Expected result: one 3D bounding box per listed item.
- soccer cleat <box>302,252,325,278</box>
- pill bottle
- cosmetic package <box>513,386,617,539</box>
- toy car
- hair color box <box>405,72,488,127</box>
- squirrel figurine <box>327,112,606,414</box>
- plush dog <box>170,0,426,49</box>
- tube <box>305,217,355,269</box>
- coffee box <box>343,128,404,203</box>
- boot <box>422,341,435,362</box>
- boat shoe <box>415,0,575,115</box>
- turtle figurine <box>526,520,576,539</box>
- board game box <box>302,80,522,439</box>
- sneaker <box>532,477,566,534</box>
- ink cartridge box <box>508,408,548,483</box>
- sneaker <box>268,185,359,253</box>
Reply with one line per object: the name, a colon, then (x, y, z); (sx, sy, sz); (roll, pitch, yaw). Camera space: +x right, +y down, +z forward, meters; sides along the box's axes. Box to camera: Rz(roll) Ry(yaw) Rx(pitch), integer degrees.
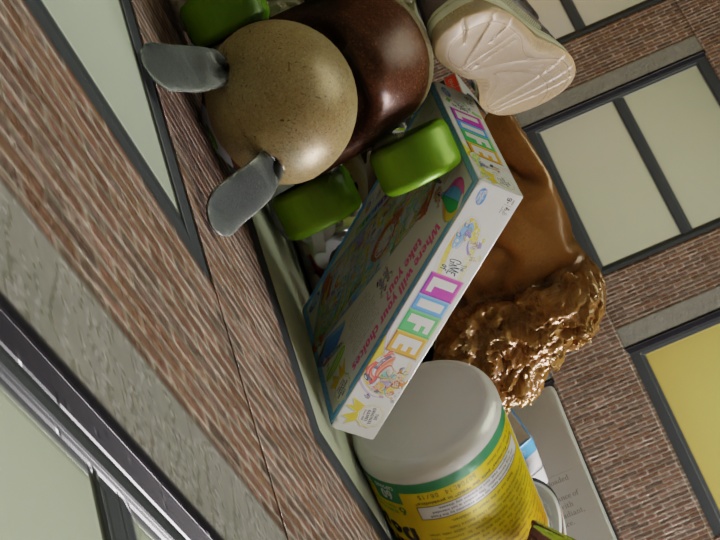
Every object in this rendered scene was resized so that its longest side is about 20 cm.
soccer cleat: (0.000, 0.000, 1.256); (0.069, 0.084, 0.202); (63, 6, -55)
pill bottle: (0.076, 0.175, 1.116); (0.113, 0.112, 0.201); (-108, 175, -56)
cosmetic package: (0.155, 0.253, 1.475); (0.165, 0.163, 0.202); (63, 6, -63)
toy car: (-0.056, -0.093, 0.879); (0.166, 0.157, 0.200); (64, 32, -6)
hair color box: (0.114, -0.073, 1.326); (0.200, 0.061, 0.102); (40, 27, -52)
squirrel figurine: (0.076, 0.015, 1.138); (0.201, 0.185, 0.142); (58, -5, 8)
plush dog: (-0.049, -0.204, 1.024); (0.161, 0.169, 0.202); (-94, 173, -64)
tube: (-0.052, -0.090, 1.251); (0.058, 0.051, 0.201); (91, -23, -51)
coffee box: (0.020, -0.056, 1.359); (0.113, 0.079, 0.202); (-54, -134, 44)
boot: (0.075, 0.074, 1.303); (0.202, 0.073, 0.155); (-66, 156, -13)
boat shoe: (0.088, -0.156, 0.996); (0.200, 0.071, 0.065); (17, 48, -64)
turtle figurine: (0.105, 0.257, 1.054); (0.064, 0.163, 0.200); (24, -3, 23)
board game box: (0.028, -0.008, 1.006); (0.034, 0.201, 0.135); (19, 27, -23)
sneaker: (0.136, 0.271, 1.238); (0.079, 0.077, 0.203); (3, 95, -80)
ink cartridge box: (0.095, 0.177, 1.291); (0.067, 0.115, 0.200); (51, -3, 24)
sneaker: (-0.051, -0.094, 1.178); (0.201, 0.074, 0.116); (-94, 163, -64)
